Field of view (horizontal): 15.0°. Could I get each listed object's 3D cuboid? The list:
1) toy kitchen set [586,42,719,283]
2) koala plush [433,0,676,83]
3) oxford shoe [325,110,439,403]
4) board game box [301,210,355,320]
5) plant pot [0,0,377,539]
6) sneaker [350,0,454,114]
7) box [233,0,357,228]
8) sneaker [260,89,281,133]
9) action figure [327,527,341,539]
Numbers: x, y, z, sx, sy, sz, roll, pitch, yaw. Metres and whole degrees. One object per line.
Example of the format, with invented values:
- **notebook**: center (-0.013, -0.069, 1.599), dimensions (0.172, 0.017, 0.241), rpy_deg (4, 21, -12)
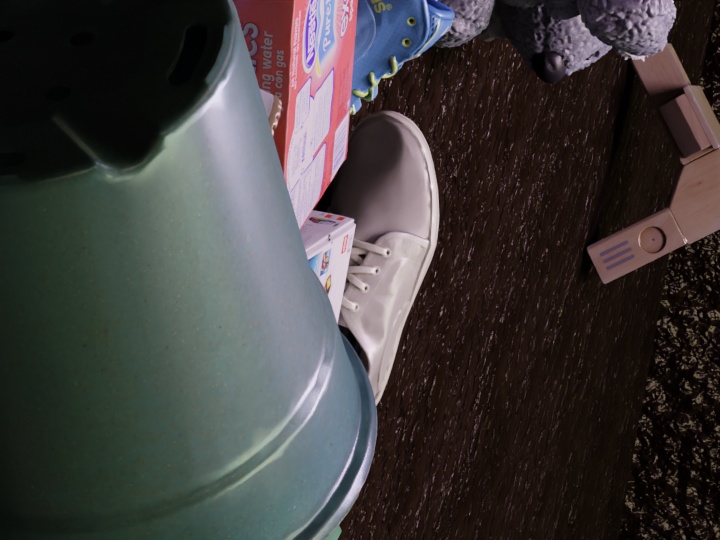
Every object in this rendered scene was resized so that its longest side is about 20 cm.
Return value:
- **toy kitchen set**: center (0.291, -0.113, 2.870), dimensions (0.201, 0.180, 0.163), rpy_deg (64, 11, 2)
- **koala plush**: center (0.139, -0.204, 1.881), dimensions (0.200, 0.177, 0.184), rpy_deg (63, 32, -66)
- **oxford shoe**: center (0.000, 0.000, 1.708), dimensions (0.058, 0.075, 0.201), rpy_deg (-4, 109, -62)
- **board game box**: center (-0.050, 0.072, 1.637), dimensions (0.126, 0.034, 0.201), rpy_deg (-34, 136, -72)
- **plant pot**: center (-0.104, -0.004, 0.998), dimensions (0.201, 0.199, 0.197), rpy_deg (-64, 155, -42)
- **sneaker**: center (-0.011, -0.111, 1.449), dimensions (0.076, 0.105, 0.201), rpy_deg (-27, 129, -74)
- **box**: center (-0.059, -0.117, 1.251), dimensions (0.103, 0.094, 0.201), rpy_deg (-60, 160, -51)
- **sneaker**: center (-0.119, -0.047, 1.158), dimensions (0.200, 0.108, 0.070), rpy_deg (-39, -151, 57)
- **action figure**: center (-0.057, 0.116, 1.503), dimensions (0.200, 0.055, 0.118), rpy_deg (63, 31, -34)
